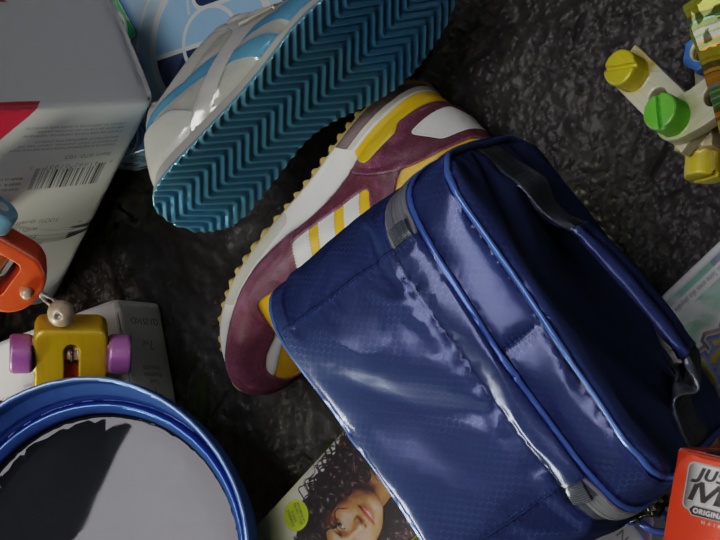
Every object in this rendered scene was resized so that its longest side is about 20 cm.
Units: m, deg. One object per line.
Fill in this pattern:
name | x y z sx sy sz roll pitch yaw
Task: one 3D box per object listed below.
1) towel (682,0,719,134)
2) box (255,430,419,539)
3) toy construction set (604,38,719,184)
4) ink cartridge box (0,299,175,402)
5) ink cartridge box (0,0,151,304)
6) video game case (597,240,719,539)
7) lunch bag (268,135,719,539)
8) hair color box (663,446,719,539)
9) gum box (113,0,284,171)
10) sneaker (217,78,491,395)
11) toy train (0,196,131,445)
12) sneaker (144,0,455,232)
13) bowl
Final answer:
towel | 0.188 -0.038 0.716 0.086 0.018 0.201 -27 61 35
box | -0.019 0.158 0.964 0.200 0.050 0.075 -50 61 22
toy construction set | 0.192 -0.034 0.778 0.131 0.092 0.201 -30 70 33
ink cartridge box | -0.195 0.129 1.090 0.200 0.045 0.177 -19 75 32
ink cartridge box | -0.225 -0.062 1.024 0.200 0.145 0.084 -54 52 46
video game case | 0.191 0.087 0.842 0.200 0.023 0.182 -46 63 23
lunch bag | 0.075 0.042 0.818 0.132 0.136 0.200 -40 83 27
hair color box | 0.168 0.179 0.777 0.061 0.101 0.201 11 93 35
gum box | -0.077 -0.162 1.032 0.200 0.045 0.171 -13 80 33
sneaker | 0.000 0.000 0.948 0.090 0.075 0.200 45 112 34
toy train | -0.217 0.049 1.018 0.200 0.150 0.056 -56 23 21
sneaker | -0.039 -0.111 0.931 0.200 0.076 0.081 -38 43 17
bowl | -0.148 0.159 0.966 0.200 0.039 0.201 -4 76 16
